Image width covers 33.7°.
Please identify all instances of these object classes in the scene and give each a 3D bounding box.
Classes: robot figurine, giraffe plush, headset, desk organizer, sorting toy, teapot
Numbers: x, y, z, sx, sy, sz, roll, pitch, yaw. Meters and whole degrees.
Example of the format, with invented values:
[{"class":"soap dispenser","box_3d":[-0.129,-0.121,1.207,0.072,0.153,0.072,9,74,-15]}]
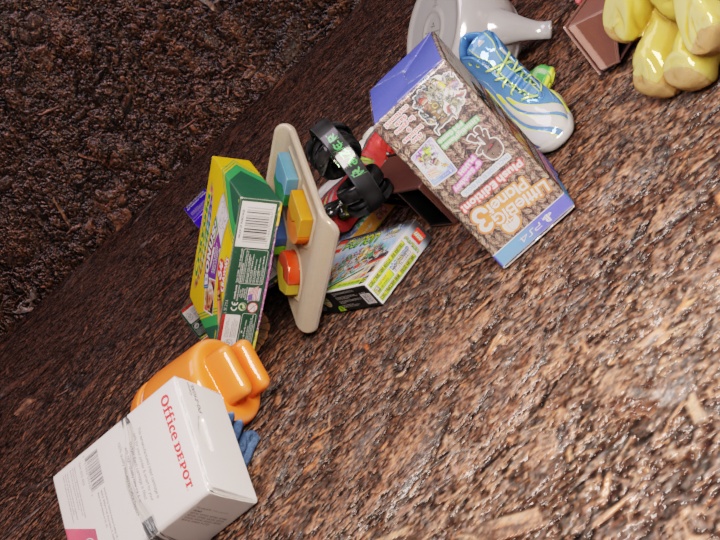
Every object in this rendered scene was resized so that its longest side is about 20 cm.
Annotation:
[{"class":"robot figurine","box_3d":[-0.202,0.161,1.446,0.199,0.116,0.145,-36,28,29]},{"class":"giraffe plush","box_3d":[0.342,-0.287,1.168,0.160,0.203,0.172,-19,4,-20]},{"class":"headset","box_3d":[-0.024,-0.112,1.462,0.094,0.124,0.200,-38,-9,-1]},{"class":"desk organizer","box_3d":[0.075,-0.103,1.491,0.077,0.072,0.200,-52,17,-15]},{"class":"sorting toy","box_3d":[-0.087,-0.052,1.484,0.187,0.036,0.201,105,150,-42]},{"class":"teapot","box_3d":[0.162,-0.331,1.709,0.201,0.144,0.199,-110,35,-42]},{"class":"desk organizer","box_3d":[0.327,-0.330,1.389,0.077,0.072,0.201,-15,33,56]}]

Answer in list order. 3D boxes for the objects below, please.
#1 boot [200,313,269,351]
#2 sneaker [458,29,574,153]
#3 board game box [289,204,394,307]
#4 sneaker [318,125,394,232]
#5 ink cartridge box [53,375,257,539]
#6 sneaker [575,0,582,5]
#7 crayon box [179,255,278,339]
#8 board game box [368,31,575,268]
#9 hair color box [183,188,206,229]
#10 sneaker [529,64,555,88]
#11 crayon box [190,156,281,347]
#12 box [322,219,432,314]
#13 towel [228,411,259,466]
[{"class":"boot","box_3d":[-0.212,0.137,1.627,0.200,0.075,0.107,-46,11,-34]},{"class":"sneaker","box_3d":[0.166,-0.213,1.375,0.076,0.105,0.200,-45,40,7]},{"class":"board game box","box_3d":[-0.028,-0.031,1.650,0.201,0.030,0.095,-55,18,-22]},{"class":"sneaker","box_3d":[0.020,-0.128,1.627,0.201,0.077,0.085,-51,28,-3]},{"class":"ink cartridge box","box_3d":[-0.221,0.233,1.268,0.199,0.084,0.146,-39,53,19]},{"class":"sneaker","box_3d":[0.355,-0.404,1.567,0.200,0.073,0.088,-28,36,56]},{"class":"crayon box","box_3d":[-0.145,0.000,1.725,0.199,0.059,0.172,-36,3,32]},{"class":"board game box","box_3d":[0.110,-0.128,1.226,0.097,0.200,0.160,-41,16,14]},{"class":"hair color box","box_3d":[-0.263,-0.086,2.213,0.065,0.109,0.200,-45,17,-4]},{"class":"sneaker","box_3d":[0.161,-0.207,1.503,0.199,0.084,0.074,-28,23,45]},{"class":"crayon box","box_3d":[-0.165,-0.023,1.529,0.173,0.057,0.203,-132,51,-61]},{"class":"box","box_3d":[0.000,0.000,1.486,0.110,0.035,0.199,-52,17,-23]},{"class":"towel","box_3d":[-0.207,0.248,1.370,0.199,0.049,0.112,-35,20,32]}]
